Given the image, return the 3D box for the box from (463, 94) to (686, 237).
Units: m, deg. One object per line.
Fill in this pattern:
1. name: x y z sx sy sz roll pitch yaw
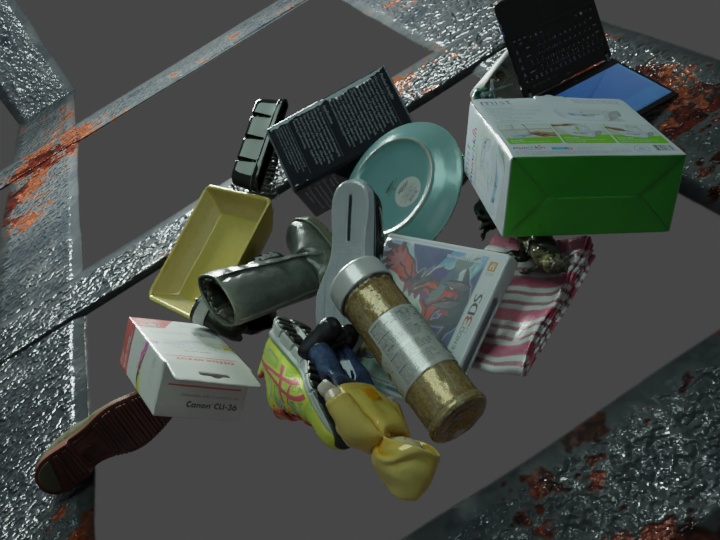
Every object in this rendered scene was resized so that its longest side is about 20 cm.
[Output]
1. box: 0.233 -0.124 1.009 0.195 0.099 0.177 -2 29 -9

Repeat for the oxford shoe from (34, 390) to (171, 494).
1. oxford shoe: -0.322 0.198 1.126 0.197 0.071 0.075 -30 21 -8

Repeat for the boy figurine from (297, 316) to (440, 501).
1. boy figurine: 0.006 0.137 0.881 0.065 0.123 0.201 -49 49 13

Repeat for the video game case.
1. video game case: 0.061 0.053 0.989 0.198 0.023 0.185 12 71 50

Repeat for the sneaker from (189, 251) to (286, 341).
1. sneaker: -0.141 0.041 1.206 0.090 0.067 0.200 34 33 12

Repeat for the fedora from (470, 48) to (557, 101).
1. fedora: 0.249 -0.292 1.285 0.200 0.090 0.177 -47 -1 32

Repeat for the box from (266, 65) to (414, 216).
1. box: -0.018 -0.187 1.322 0.197 0.109 0.148 -27 -14 3

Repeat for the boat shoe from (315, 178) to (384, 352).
1. boat shoe: 0.000 0.000 1.022 0.071 0.070 0.205 6 86 32

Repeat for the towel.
1. towel: 0.161 0.031 0.988 0.144 0.030 0.201 2 43 44

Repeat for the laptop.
1. laptop: 0.295 -0.287 1.164 0.175 0.204 0.103 -28 13 -27

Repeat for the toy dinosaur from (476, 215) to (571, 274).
1. toy dinosaur: 0.180 -0.037 1.004 0.086 0.048 0.202 -12 31 6

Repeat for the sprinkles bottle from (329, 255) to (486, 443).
1. sprinkles bottle: 0.045 0.075 0.894 0.068 0.069 0.201 -33 57 -7

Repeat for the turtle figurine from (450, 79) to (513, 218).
1. turtle figurine: 0.190 -0.158 1.181 0.148 0.102 0.200 33 52 12

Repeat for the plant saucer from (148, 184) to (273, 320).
1. plant saucer: -0.213 -0.019 1.322 0.198 0.048 0.203 16 76 51

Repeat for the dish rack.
1. dish rack: -0.148 -0.163 1.398 0.053 0.201 0.157 14 71 9

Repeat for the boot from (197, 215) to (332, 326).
1. boot: -0.119 0.000 1.162 0.197 0.074 0.181 -20 31 -26

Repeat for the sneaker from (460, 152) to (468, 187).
1. sneaker: 0.066 -0.134 1.271 0.196 0.073 0.086 -19 34 21

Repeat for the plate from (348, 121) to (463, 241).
1. plate: 0.043 -0.102 1.133 0.197 0.025 0.204 -21 56 33

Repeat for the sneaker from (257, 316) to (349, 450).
1. sneaker: -0.060 0.141 0.992 0.091 0.077 0.200 -58 37 15

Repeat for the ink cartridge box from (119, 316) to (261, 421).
1. ink cartridge box: -0.209 0.125 1.077 0.199 0.114 0.069 31 108 57
